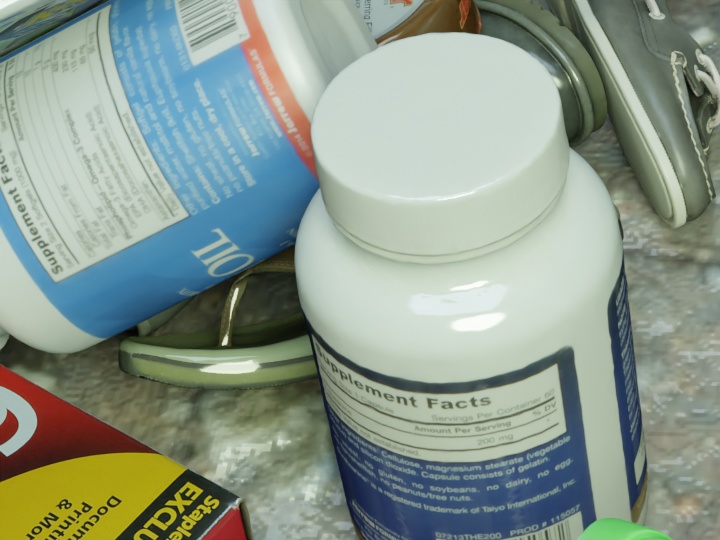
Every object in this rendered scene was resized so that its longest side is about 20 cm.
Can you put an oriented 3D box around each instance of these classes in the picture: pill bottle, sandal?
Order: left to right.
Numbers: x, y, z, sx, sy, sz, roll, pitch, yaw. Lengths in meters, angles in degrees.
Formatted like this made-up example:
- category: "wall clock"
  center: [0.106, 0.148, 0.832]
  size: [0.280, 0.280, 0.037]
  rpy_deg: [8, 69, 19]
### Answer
- category: "pill bottle"
  center: [-0.091, -0.037, 1.065]
  size: [0.200, 0.112, 0.112]
  rpy_deg: [-26, 42, 16]
- category: "sandal"
  center: [0.001, 0.000, 1.106]
  size: [0.201, 0.057, 0.080]
  rpy_deg: [-20, 8, -10]
- category: "pill bottle"
  center: [0.037, 0.019, 0.998]
  size: [0.111, 0.200, 0.111]
  rpy_deg: [-6, 45, 6]

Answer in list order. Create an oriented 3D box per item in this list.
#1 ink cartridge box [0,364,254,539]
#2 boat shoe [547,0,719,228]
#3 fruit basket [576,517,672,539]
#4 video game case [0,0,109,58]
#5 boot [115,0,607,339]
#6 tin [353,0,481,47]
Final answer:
- category: "ink cartridge box"
  center: [-0.127, 0.149, 0.989]
  size: [0.175, 0.084, 0.200]
  rpy_deg: [25, 56, 30]
- category: "boat shoe"
  center: [0.119, -0.097, 1.190]
  size: [0.057, 0.067, 0.200]
  rpy_deg: [-19, 42, -1]
- category: "fruit basket"
  center: [0.099, 0.178, 0.865]
  size: [0.215, 0.216, 0.156]
  rpy_deg: [19, 52, 28]
- category: "video game case"
  center: [-0.112, -0.101, 1.070]
  size: [0.200, 0.182, 0.022]
  rpy_deg: [-28, 91, -10]
- category: "boot"
  center: [-0.025, -0.044, 1.166]
  size: [0.200, 0.073, 0.182]
  rpy_deg: [-37, 37, -31]
- category: "tin"
  center: [-0.052, -0.088, 1.160]
  size: [0.200, 0.042, 0.112]
  rpy_deg: [-12, 42, 11]
